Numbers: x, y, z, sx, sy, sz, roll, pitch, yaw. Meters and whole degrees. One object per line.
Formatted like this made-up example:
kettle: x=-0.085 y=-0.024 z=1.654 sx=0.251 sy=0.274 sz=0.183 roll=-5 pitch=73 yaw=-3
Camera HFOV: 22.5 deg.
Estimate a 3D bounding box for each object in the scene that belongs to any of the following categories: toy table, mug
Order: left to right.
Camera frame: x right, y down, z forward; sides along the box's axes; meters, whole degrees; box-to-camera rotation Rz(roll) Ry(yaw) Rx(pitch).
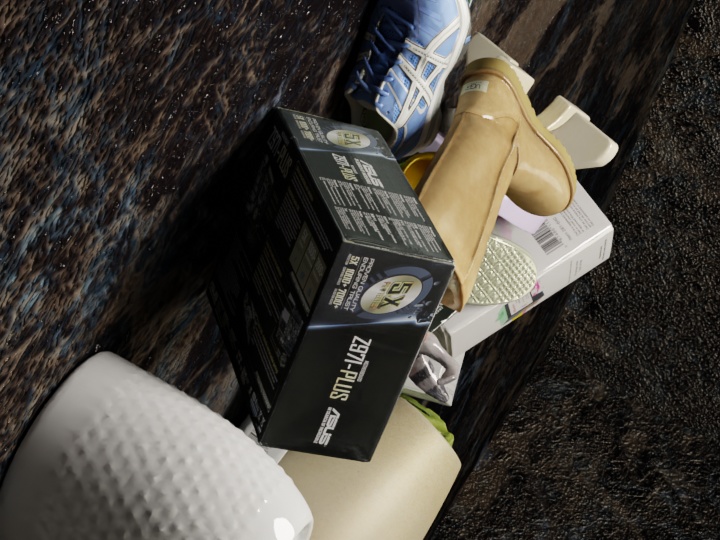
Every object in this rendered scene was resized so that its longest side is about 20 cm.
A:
mug: x=-0.128 y=0.171 z=1.209 sx=0.148 sy=0.175 sz=0.200 roll=-56 pitch=168 yaw=-27
toy table: x=0.137 y=-0.123 z=1.670 sx=0.117 sy=0.184 sz=0.200 roll=-51 pitch=162 yaw=10

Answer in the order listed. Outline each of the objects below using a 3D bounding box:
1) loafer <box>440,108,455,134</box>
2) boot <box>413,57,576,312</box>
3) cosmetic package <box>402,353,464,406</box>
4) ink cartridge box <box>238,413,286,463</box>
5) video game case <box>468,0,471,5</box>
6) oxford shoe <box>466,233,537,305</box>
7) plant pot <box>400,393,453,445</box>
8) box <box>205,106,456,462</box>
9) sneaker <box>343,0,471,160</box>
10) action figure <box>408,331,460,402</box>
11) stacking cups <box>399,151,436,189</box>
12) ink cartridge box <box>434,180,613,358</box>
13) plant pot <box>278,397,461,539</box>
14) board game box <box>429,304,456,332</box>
loafer: x=0.103 y=-0.096 z=1.911 sx=0.200 sy=0.070 sz=0.070 roll=72 pitch=32 yaw=-63
boot: x=0.098 y=-0.046 z=1.459 sx=0.175 sy=0.066 sz=0.200 roll=52 pitch=44 yaw=-33
cosmetic package: x=0.077 y=0.034 z=1.912 sx=0.113 sy=0.081 sz=0.201 roll=33 pitch=70 yaw=-75
ink cartridge box: x=-0.065 y=0.109 z=1.683 sx=0.160 sy=0.047 sz=0.200 roll=-53 pitch=-173 yaw=3
video game case: x=0.044 y=-0.175 z=1.584 sx=0.182 sy=0.022 sz=0.201 roll=-45 pitch=159 yaw=-58
oxford shoe: x=0.070 y=-0.011 z=1.714 sx=0.058 sy=0.199 sz=0.076 roll=-123 pitch=-140 yaw=-71
plant pot: x=0.004 y=0.227 z=1.881 sx=0.191 sy=0.200 sz=0.200 roll=-64 pitch=169 yaw=15
box: x=-0.027 y=0.007 z=1.262 sx=0.200 sy=0.086 sz=0.164 roll=-117 pitch=-136 yaw=-56
sneaker: x=0.033 y=-0.160 z=1.420 sx=0.077 sy=0.076 sz=0.201 roll=-38 pitch=146 yaw=-40
action figure: x=-0.015 y=0.035 z=1.446 sx=0.104 sy=0.194 sz=0.200 roll=-11 pitch=160 yaw=-40
stacking cups: x=0.033 y=-0.062 z=1.586 sx=0.061 sy=0.060 sz=0.200 roll=-60 pitch=-169 yaw=-11
ink cartridge box: x=0.128 y=-0.029 z=1.803 sx=0.200 sy=0.145 sz=0.084 roll=-32 pitch=159 yaw=-9
plant pot: x=-0.005 y=0.222 z=1.729 sx=0.200 sy=0.187 sz=0.187 roll=-41 pitch=165 yaw=-11
board game box: x=0.006 y=0.095 z=1.731 sx=0.135 sy=0.028 sz=0.200 roll=-40 pitch=178 yaw=-28
